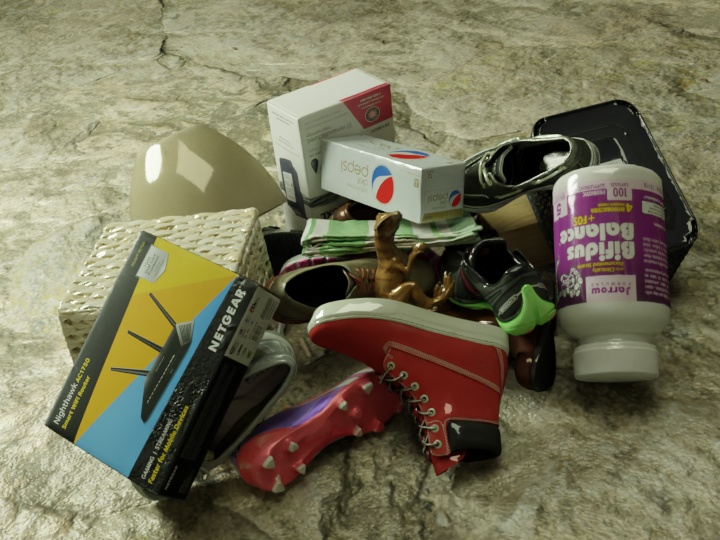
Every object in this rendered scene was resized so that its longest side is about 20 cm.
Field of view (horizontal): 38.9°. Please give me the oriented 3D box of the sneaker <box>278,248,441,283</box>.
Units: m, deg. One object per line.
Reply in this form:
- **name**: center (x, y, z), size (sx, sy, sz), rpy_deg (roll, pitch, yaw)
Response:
- **sneaker**: center (0.000, 0.000, 1.221), size (0.196, 0.083, 0.089), rpy_deg (-4, 26, -3)

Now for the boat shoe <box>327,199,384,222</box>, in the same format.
- **boat shoe**: center (0.046, -0.074, 1.299), size (0.198, 0.068, 0.073), rpy_deg (-19, 68, -33)

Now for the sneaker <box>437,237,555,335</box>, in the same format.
- **sneaker**: center (0.136, 0.000, 1.049), size (0.076, 0.085, 0.200), rpy_deg (-24, 19, -16)

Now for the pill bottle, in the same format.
- **pill bottle**: center (0.250, 0.006, 1.015), size (0.110, 0.204, 0.112), rpy_deg (0, -13, 0)

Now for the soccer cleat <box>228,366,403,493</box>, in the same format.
- **soccer cleat**: center (-0.039, 0.144, 1.002), size (0.199, 0.068, 0.076), rpy_deg (-32, 33, -28)

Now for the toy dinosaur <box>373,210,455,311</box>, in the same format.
- **toy dinosaur**: center (0.039, 0.035, 1.063), size (0.104, 0.204, 0.060), rpy_deg (-2, 12, -14)

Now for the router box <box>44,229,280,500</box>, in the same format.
- **router box**: center (-0.181, 0.083, 0.928), size (0.148, 0.051, 0.202), rpy_deg (22, 82, 28)

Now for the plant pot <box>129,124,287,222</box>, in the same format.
- **plant pot**: center (-0.207, -0.100, 1.265), size (0.198, 0.136, 0.200), rpy_deg (-27, 5, 3)

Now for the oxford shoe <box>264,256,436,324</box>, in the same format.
- **oxford shoe**: center (-0.002, 0.021, 1.084), size (0.197, 0.072, 0.075), rpy_deg (-11, -6, -20)

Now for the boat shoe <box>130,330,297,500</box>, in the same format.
- **boat shoe**: center (-0.138, 0.141, 0.952), size (0.201, 0.075, 0.065), rpy_deg (-41, 18, 1)

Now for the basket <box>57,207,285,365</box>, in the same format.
- **basket**: center (-0.198, 0.051, 1.101), size (0.196, 0.163, 0.199), rpy_deg (-6, 31, 9)

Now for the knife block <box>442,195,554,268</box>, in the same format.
- **knife block**: center (0.188, -0.035, 1.233), size (0.197, 0.065, 0.176), rpy_deg (9, 36, 27)

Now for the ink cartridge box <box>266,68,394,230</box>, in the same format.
- **ink cartridge box**: center (-0.030, -0.139, 1.330), size (0.143, 0.203, 0.084), rpy_deg (-25, 36, -26)

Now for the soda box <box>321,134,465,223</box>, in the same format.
- **soda box**: center (0.034, -0.110, 1.196), size (0.067, 0.065, 0.199), rpy_deg (-11, 21, -34)

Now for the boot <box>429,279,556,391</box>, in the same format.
- **boot**: center (0.107, 0.067, 1.084), size (0.196, 0.069, 0.189), rpy_deg (-4, 34, 13)

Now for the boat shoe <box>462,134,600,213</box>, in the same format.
- **boat shoe**: center (0.163, -0.114, 1.128), size (0.198, 0.072, 0.063), rpy_deg (-13, -17, 41)

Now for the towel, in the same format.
- **towel**: center (0.033, -0.046, 1.156), size (0.196, 0.024, 0.153), rpy_deg (-5, 12, 0)

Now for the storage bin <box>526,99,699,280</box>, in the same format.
- **storage bin**: center (0.279, -0.080, 1.166), size (0.133, 0.094, 0.202), rpy_deg (-14, 64, -9)

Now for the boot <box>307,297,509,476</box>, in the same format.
- **boot**: center (0.041, 0.111, 0.954), size (0.197, 0.073, 0.146), rpy_deg (12, 64, -6)

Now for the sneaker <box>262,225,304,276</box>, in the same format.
- **sneaker**: center (-0.120, -0.028, 1.291), size (0.197, 0.075, 0.089), rpy_deg (-4, 26, 16)
